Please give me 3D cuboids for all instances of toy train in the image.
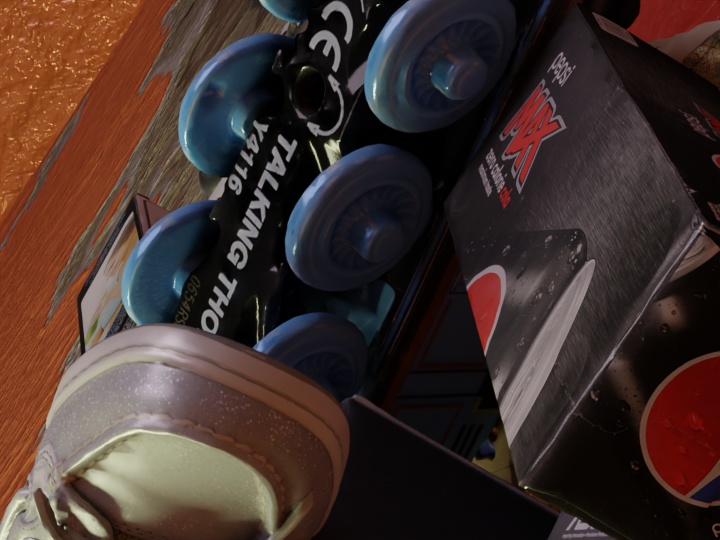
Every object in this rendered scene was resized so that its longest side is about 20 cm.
[{"bbox_3d":[0.011,-0.029,0.777,0.087,0.114,0.201,46,123,38],"label":"toy train"}]

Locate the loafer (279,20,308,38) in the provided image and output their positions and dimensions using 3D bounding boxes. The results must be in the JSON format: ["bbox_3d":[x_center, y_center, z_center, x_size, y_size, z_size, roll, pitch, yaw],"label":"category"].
[{"bbox_3d":[-0.007,-0.054,0.850,0.063,0.072,0.200,55,132,41],"label":"loafer"}]

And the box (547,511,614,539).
[{"bbox_3d":[0.126,0.012,0.643,0.159,0.048,0.200,-62,12,-14],"label":"box"}]

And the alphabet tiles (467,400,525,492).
[{"bbox_3d":[0.019,0.040,0.866,0.167,0.008,0.201,-27,62,53],"label":"alphabet tiles"}]

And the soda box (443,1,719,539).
[{"bbox_3d":[0.069,0.002,0.633,0.071,0.063,0.200,-57,12,13],"label":"soda box"}]

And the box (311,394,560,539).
[{"bbox_3d":[-0.013,0.162,0.715,0.149,0.107,0.200,-51,16,37],"label":"box"}]

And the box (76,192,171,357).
[{"bbox_3d":[-0.058,0.036,1.195,0.060,0.116,0.200,-60,13,8],"label":"box"}]

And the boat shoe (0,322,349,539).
[{"bbox_3d":[-0.059,0.080,0.686,0.202,0.074,0.065,-50,21,53],"label":"boat shoe"}]

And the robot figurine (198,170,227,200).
[{"bbox_3d":[-0.002,-0.001,1.014,0.200,0.150,0.125,-55,-3,22],"label":"robot figurine"}]

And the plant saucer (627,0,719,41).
[{"bbox_3d":[0.129,-0.097,0.926,0.200,0.037,0.200,-53,13,29],"label":"plant saucer"}]

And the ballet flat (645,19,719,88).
[{"bbox_3d":[0.087,-0.029,0.831,0.200,0.071,0.071,-53,13,35],"label":"ballet flat"}]
